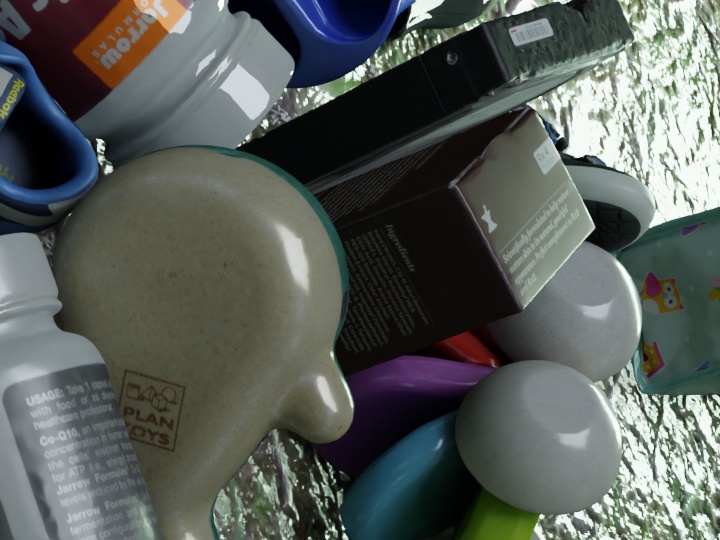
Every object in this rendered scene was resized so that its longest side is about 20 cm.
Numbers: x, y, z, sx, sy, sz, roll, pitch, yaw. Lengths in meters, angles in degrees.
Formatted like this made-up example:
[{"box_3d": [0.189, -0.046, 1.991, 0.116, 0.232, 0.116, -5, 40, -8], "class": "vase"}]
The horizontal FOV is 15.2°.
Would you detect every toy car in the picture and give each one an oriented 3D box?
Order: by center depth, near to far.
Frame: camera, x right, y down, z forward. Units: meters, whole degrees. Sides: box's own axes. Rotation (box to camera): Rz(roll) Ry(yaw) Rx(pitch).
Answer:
[{"box_3d": [0.048, 0.075, 1.371, 0.150, 0.175, 0.200, 18, 49, -5], "class": "toy car"}]

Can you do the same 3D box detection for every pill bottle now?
[{"box_3d": [-0.146, 0.093, 1.114, 0.114, 0.114, 0.200, -11, 80, -55], "class": "pill bottle"}, {"box_3d": [-0.133, -0.131, 1.237, 0.200, 0.114, 0.114, 44, 40, -15], "class": "pill bottle"}]

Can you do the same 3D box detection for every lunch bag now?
[{"box_3d": [0.279, 0.001, 1.660, 0.170, 0.200, 0.122, -1, 72, -53], "class": "lunch bag"}]

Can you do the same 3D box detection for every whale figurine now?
[{"box_3d": [-0.074, 0.043, 1.201, 0.104, 0.159, 0.200, -32, 134, -72], "class": "whale figurine"}]

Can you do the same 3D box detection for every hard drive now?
[{"box_3d": [0.025, -0.080, 1.366, 0.140, 0.200, 0.038, -22, 88, -56], "class": "hard drive"}]

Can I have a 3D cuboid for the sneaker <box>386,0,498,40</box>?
[{"box_3d": [0.014, -0.232, 1.547, 0.106, 0.075, 0.200, -27, 94, -58], "class": "sneaker"}]

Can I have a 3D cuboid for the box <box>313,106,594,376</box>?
[{"box_3d": [0.000, 0.000, 1.285, 0.075, 0.200, 0.100, 60, 35, -10], "class": "box"}]

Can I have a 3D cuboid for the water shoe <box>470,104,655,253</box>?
[{"box_3d": [0.080, -0.056, 1.423, 0.071, 0.200, 0.079, 36, 68, -35], "class": "water shoe"}]

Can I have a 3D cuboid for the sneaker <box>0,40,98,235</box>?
[{"box_3d": [-0.192, -0.089, 1.175, 0.200, 0.082, 0.074, 42, 61, -29], "class": "sneaker"}]

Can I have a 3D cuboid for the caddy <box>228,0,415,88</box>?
[{"box_3d": [-0.046, -0.193, 1.390, 0.200, 0.141, 0.105, 63, 30, -4], "class": "caddy"}]
